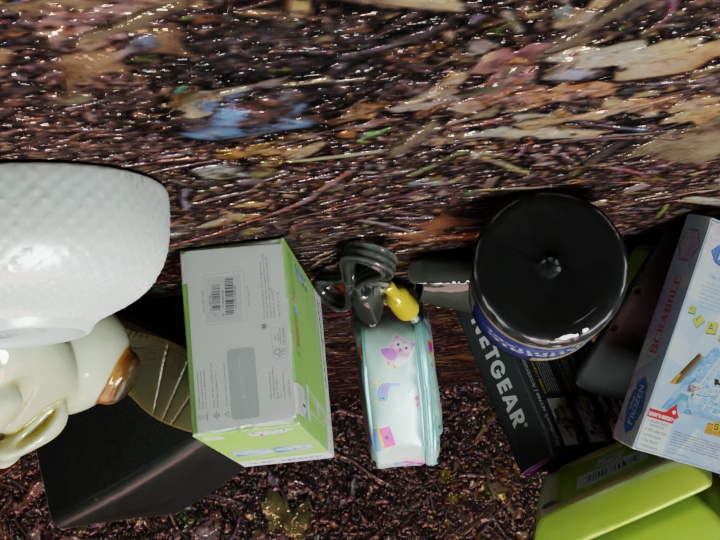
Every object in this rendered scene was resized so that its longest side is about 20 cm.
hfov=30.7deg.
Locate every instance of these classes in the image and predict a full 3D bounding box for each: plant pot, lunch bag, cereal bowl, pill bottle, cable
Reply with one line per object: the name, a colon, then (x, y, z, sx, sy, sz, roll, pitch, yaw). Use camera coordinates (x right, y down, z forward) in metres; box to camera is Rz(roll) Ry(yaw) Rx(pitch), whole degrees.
plant pot: (-0.198, 0.127, 1.306, 0.177, 0.200, 0.200, -24, 164, 26)
lunch bag: (0.037, 0.107, 1.298, 0.077, 0.161, 0.200, -8, -171, 1)
cereal bowl: (-0.208, 0.000, 0.771, 0.199, 0.084, 0.200, -7, 171, -1)
plant pot: (0.267, 0.258, 1.212, 0.199, 0.182, 0.199, -26, -178, 14)
pill bottle: (0.139, 0.012, 1.006, 0.111, 0.112, 0.200, -7, 171, 3)
cable: (0.000, 0.000, 1.123, 0.097, 0.050, 0.200, 22, 162, 13)

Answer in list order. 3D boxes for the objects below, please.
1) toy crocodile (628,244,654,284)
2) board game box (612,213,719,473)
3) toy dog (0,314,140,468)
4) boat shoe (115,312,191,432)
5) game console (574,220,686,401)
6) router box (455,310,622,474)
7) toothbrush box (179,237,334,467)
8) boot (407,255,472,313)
toy crocodile: (0.327, 0.003, 1.287, 0.199, 0.062, 0.067, -3, -172, -39)
board game box: (0.334, 0.076, 1.110, 0.199, 0.200, 0.041, 18, -177, -20)
toy dog: (-0.269, 0.062, 1.033, 0.139, 0.194, 0.200, 36, -169, 24)
boat shoe: (-0.195, 0.080, 1.187, 0.200, 0.072, 0.066, 26, -167, 3)
game console: (0.316, 0.033, 1.222, 0.176, 0.116, 0.200, -35, 155, -53)
router box: (0.189, 0.103, 1.347, 0.149, 0.201, 0.051, 4, 147, -45)
toothbrush box: (-0.079, 0.073, 1.064, 0.086, 0.146, 0.200, -7, 165, 6)
boot: (0.113, 0.019, 1.210, 0.138, 0.078, 0.200, -3, 158, 2)
